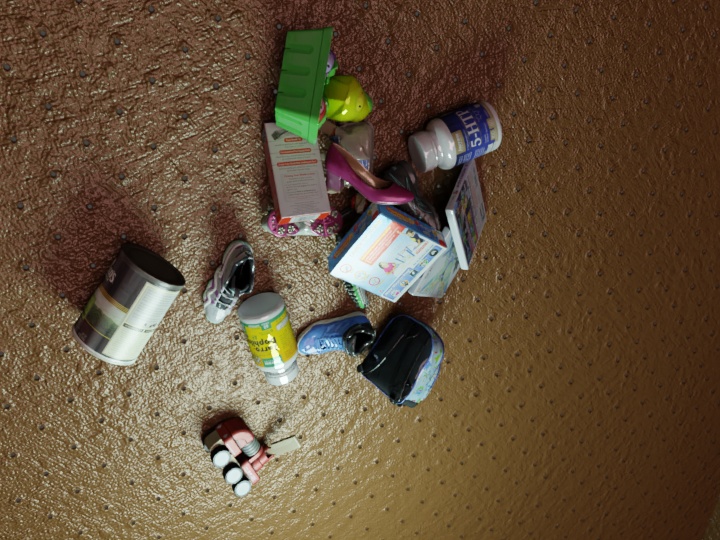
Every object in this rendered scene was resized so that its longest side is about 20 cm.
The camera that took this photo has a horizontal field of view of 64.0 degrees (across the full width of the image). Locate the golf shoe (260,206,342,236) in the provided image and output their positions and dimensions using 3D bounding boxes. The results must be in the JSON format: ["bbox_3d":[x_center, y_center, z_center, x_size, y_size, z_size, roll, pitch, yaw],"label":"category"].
[{"bbox_3d":[-0.134,-0.114,1.304,0.197,0.091,0.077,-1,93,-36],"label":"golf shoe"}]

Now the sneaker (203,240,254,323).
[{"bbox_3d":[-0.286,0.044,1.263,0.076,0.140,0.203,15,104,-27],"label":"sneaker"}]

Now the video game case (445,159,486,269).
[{"bbox_3d":[0.260,-0.137,1.405,0.184,0.023,0.202,-63,146,-34],"label":"video game case"}]

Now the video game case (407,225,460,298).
[{"bbox_3d":[0.209,-0.015,1.454,0.184,0.022,0.199,-61,153,11],"label":"video game case"}]

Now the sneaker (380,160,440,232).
[{"bbox_3d":[0.114,-0.150,1.338,0.078,0.075,0.203,-30,92,-24],"label":"sneaker"}]

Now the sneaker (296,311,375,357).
[{"bbox_3d":[-0.058,0.173,1.431,0.196,0.111,0.078,-17,117,-15],"label":"sneaker"}]

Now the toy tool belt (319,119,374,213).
[{"bbox_3d":[-0.035,-0.232,1.285,0.120,0.125,0.204,5,109,9],"label":"toy tool belt"}]

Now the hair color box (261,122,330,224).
[{"bbox_3d":[-0.137,-0.207,1.215,0.109,0.064,0.205,-9,85,-19],"label":"hair color box"}]

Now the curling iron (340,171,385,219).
[{"bbox_3d":[0.003,-0.168,1.367,0.199,0.026,0.050,-37,101,0],"label":"curling iron"}]

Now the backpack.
[{"bbox_3d":[0.122,0.228,1.497,0.146,0.182,0.202,24,98,-52],"label":"backpack"}]

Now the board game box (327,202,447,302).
[{"bbox_3d":[0.058,-0.039,1.301,0.193,0.057,0.200,24,125,-29],"label":"board game box"}]

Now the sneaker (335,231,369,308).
[{"bbox_3d":[0.000,0.000,1.403,0.084,0.078,0.204,-16,116,-16],"label":"sneaker"}]

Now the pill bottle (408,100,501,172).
[{"bbox_3d":[0.217,-0.306,1.344,0.197,0.120,0.122,-25,119,-12],"label":"pill bottle"}]

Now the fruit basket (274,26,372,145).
[{"bbox_3d":[-0.064,-0.362,1.164,0.211,0.155,0.221,1,84,-7],"label":"fruit basket"}]

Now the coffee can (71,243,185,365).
[{"bbox_3d":[-0.476,0.070,1.190,0.145,0.146,0.202,31,97,-30],"label":"coffee can"}]

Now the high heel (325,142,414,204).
[{"bbox_3d":[0.020,-0.198,1.193,0.196,0.068,0.098,10,120,2],"label":"high heel"}]

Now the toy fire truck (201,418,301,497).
[{"bbox_3d":[-0.270,0.448,1.460,0.199,0.128,0.178,-35,121,-19],"label":"toy fire truck"}]

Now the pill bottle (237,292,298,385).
[{"bbox_3d":[-0.210,0.165,1.362,0.111,0.113,0.203,-20,118,-14],"label":"pill bottle"}]
